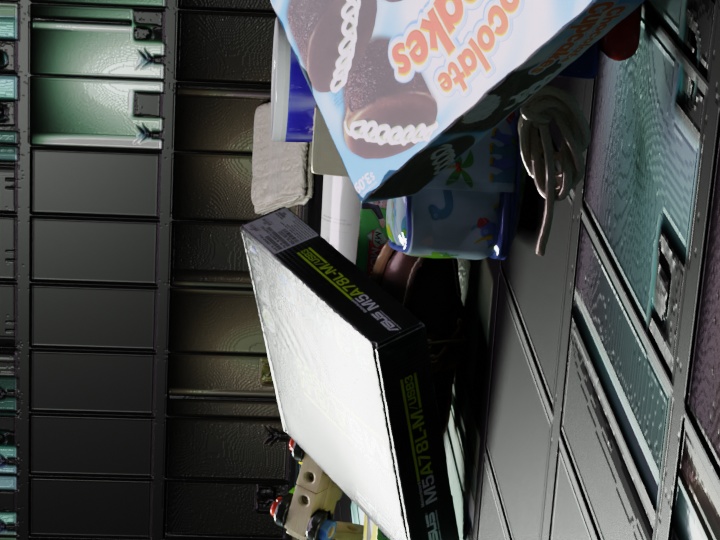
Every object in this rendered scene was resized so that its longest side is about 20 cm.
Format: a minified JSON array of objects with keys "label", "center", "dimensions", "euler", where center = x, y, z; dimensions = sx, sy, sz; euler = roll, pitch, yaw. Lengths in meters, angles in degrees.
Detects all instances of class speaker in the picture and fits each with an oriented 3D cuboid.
[{"label":"speaker","center":[0.000,0.000,1.946],"dimensions":[0.081,0.081,0.202],"euler":[-111,23,-79]}]

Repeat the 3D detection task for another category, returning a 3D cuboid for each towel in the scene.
[{"label":"towel","center":[-0.129,-0.199,3.554],"dimensions":[0.132,0.034,0.202],"euler":[-13,68,42]}]

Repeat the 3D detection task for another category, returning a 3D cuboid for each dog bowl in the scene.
[{"label":"dog bowl","center":[-0.102,-0.307,3.385],"dimensions":[0.200,0.078,0.202],"euler":[-178,90,-86]}]

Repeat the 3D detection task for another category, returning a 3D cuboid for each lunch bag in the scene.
[{"label":"lunch bag","center":[0.056,-0.109,1.262],"dimensions":[0.161,0.082,0.202],"euler":[-152,64,-84]}]

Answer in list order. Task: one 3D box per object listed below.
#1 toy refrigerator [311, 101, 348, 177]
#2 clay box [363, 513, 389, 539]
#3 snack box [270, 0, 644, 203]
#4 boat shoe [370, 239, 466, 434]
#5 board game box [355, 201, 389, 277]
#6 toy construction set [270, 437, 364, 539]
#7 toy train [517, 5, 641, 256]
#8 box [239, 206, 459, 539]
[{"label":"toy refrigerator","center":[0.009,-0.153,1.740],"dimensions":[0.201,0.075,0.070],"euler":[-80,-4,-53]},{"label":"clay box","center":[0.030,0.175,1.692],"dimensions":[0.115,0.047,0.202],"euler":[-102,14,-72]},{"label":"snack box","center":[0.045,-0.127,0.870],"dimensions":[0.200,0.037,0.117],"euler":[-40,68,43]},{"label":"boat shoe","center":[0.046,0.046,1.490],"dimensions":[0.070,0.070,0.201],"euler":[44,152,29]},{"label":"board game box","center":[0.031,-0.058,1.578],"dimensions":[0.200,0.029,0.135],"euler":[-67,-14,-56]},{"label":"toy construction set","center":[-0.010,0.170,1.799],"dimensions":[0.131,0.092,0.202],"euler":[-20,-66,-61]},{"label":"toy train","center":[0.085,-0.117,0.958],"dimensions":[0.116,0.084,0.202],"euler":[-63,-23,-76]},{"label":"box","center":[-0.009,0.079,1.490],"dimensions":[0.200,0.047,0.194],"euler":[41,146,49]}]
